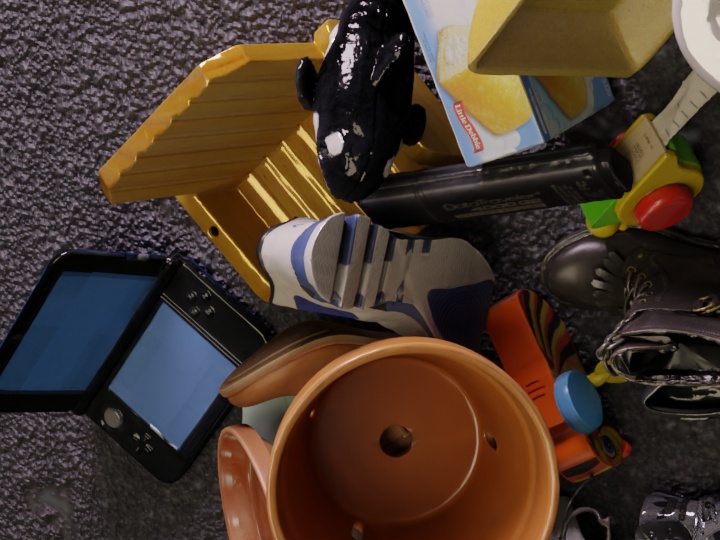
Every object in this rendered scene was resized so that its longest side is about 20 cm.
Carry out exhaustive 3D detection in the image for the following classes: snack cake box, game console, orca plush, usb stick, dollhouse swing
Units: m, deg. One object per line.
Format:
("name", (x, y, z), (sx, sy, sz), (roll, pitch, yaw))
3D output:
("snack cake box", (0.089, -0.184, 1.113), (0.067, 0.115, 0.201), (-16, 99, 39))
("game console", (-0.200, 0.087, 1.378), (0.171, 0.118, 0.200), (41, 123, 7))
("orca plush", (0.026, -0.145, 1.132), (0.105, 0.201, 0.071), (38, 150, -19))
("usb stick", (0.089, -0.058, 1.139), (0.199, 0.055, 0.033), (-6, 63, 32))
("dollhouse swing", (-0.056, -0.063, 1.210), (0.200, 0.176, 0.182), (-40, 89, 32))

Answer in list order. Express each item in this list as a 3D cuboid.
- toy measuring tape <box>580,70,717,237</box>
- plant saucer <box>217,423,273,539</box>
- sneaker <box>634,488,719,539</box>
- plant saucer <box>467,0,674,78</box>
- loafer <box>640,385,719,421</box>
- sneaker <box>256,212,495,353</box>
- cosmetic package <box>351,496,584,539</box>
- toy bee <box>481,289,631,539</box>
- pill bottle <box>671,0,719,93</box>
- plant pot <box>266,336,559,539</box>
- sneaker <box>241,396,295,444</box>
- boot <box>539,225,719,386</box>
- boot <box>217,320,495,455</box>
("toy measuring tape", (0.218, -0.086, 1.114), (0.074, 0.074, 0.200), (43, 134, 5))
("plant saucer", (-0.067, 0.216, 1.276), (0.200, 0.032, 0.201), (166, 90, -72))
("sneaker", (0.265, 0.176, 1.201), (0.113, 0.075, 0.201), (20, 120, 15))
("plant saucer", (0.168, -0.210, 1.038), (0.049, 0.199, 0.200), (54, 125, 23))
("loafer", (0.291, 0.069, 1.149), (0.200, 0.070, 0.068), (-15, 103, 31))
("sneaker", (-0.001, 0.000, 1.187), (0.115, 0.199, 0.081), (10, 82, 46))
("cosmetic package", (0.074, 0.286, 1.246), (0.199, 0.168, 0.167), (-2, 114, -3))
("toy bee", (0.153, 0.116, 1.233), (0.130, 0.108, 0.201), (-4, 83, 35))
("pill bottle", (0.264, -0.175, 0.987), (0.110, 0.200, 0.111), (10, 114, 23))
("plant pot", (0.031, 0.136, 1.166), (0.199, 0.140, 0.201), (-1, 100, -4))
("sneaker", (-0.036, 0.177, 1.355), (0.118, 0.074, 0.202), (-10, 97, 24))
("boot", (0.195, 0.025, 1.118), (0.199, 0.174, 0.070), (1, 111, 26))
("boot", (0.005, 0.106, 1.272), (0.199, 0.077, 0.156), (-25, 103, -10))
